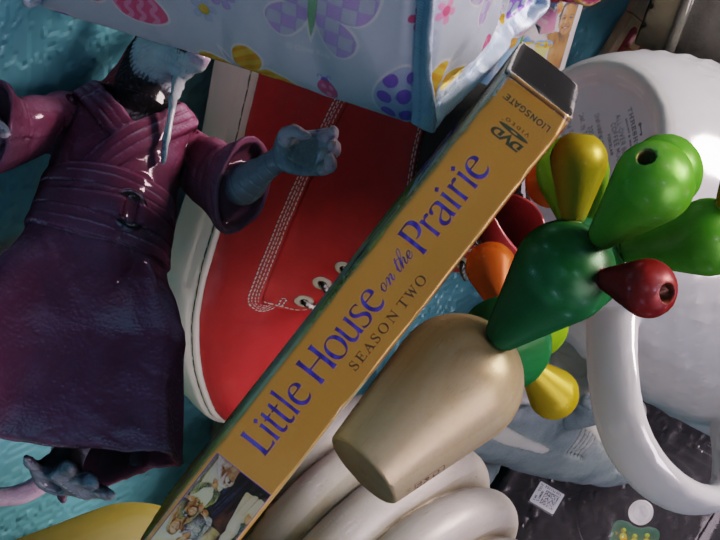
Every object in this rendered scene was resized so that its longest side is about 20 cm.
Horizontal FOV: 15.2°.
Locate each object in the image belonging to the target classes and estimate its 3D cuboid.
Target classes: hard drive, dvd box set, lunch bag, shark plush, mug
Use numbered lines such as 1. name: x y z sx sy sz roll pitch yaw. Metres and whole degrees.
1. hard drive: 0.123 0.144 1.361 0.200 0.140 0.038 -60 -175 3
2. dvd box set: 0.003 0.011 0.942 0.200 0.029 0.146 -52 -179 9
3. lunch bag: -0.025 -0.169 0.891 0.127 0.169 0.200 -46 149 -50
4. shark plush: 0.058 0.084 1.266 0.200 0.091 0.084 -18 126 -38
5. mug: 0.141 0.007 1.164 0.175 0.147 0.201 29 58 -45

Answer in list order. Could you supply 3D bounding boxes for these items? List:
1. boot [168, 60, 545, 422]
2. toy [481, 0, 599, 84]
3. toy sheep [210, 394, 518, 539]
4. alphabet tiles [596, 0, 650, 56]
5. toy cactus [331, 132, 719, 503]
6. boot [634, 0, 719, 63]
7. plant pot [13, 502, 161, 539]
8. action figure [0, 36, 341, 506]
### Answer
1. boot: 0.000 0.000 1.080 0.072 0.144 0.200 -32 143 -48
2. toy: 0.081 -0.131 1.162 0.115 0.047 0.200 -7 122 -49
3. toy sheep: 0.007 0.128 1.153 0.138 0.200 0.138 -36 161 -15
4. alphabet tiles: 0.184 -0.107 1.339 0.167 0.008 0.200 -58 145 2
5. toy cactus: 0.063 0.020 0.929 0.165 0.102 0.200 -43 -175 -17
6. boot: 0.244 -0.137 1.223 0.073 0.200 0.182 -58 169 -70
7. plant pot: -0.126 0.187 1.059 0.189 0.200 0.201 -36 143 -52
8. action figure: -0.091 -0.010 1.007 0.149 0.134 0.200 120 -12 -71
